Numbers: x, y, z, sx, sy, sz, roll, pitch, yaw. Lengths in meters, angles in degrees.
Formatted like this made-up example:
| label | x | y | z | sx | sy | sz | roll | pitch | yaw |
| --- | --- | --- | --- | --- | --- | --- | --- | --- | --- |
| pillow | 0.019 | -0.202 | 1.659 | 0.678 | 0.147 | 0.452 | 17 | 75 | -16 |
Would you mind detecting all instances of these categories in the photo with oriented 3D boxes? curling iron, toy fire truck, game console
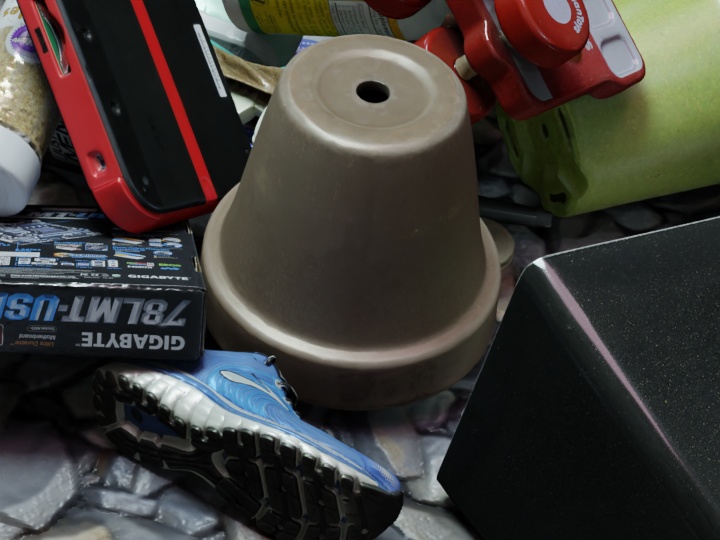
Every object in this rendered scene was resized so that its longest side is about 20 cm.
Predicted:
| label | x | y | z | sx | sy | sz | roll | pitch | yaw |
| --- | --- | --- | --- | --- | --- | --- | --- | --- | --- |
| curling iron | 0.041 | -0.046 | 1.165 | 0.198 | 0.026 | 0.050 | 7 | 41 | -1 |
| toy fire truck | 0.097 | -0.195 | 1.053 | 0.167 | 0.112 | 0.201 | -24 | 84 | -47 |
| game console | -0.144 | -0.129 | 1.048 | 0.031 | 0.202 | 0.177 | -20 | 1 | 25 |

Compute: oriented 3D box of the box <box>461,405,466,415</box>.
| label | x | y | z | sx | sy | sz | roll | pitch | yaw |
| --- | --- | --- | --- | --- | --- | --- | --- | --- | --- |
| box | 0.168 | 0.034 | 0.982 | 0.199 | 0.145 | 0.036 | -19 | 61 | -32 |

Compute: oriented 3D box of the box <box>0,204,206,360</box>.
| label | x | y | z | sx | sy | sz | roll | pitch | yaw |
| --- | --- | --- | --- | --- | --- | --- | --- | --- | --- |
| box | -0.199 | 0.001 | 0.983 | 0.198 | 0.050 | 0.199 | 2 | 14 | -11 |

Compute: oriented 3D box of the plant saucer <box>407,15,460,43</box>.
| label | x | y | z | sx | sy | sz | roll | pitch | yaw |
| --- | --- | --- | --- | --- | --- | --- | --- | --- | --- |
| plant saucer | 0.059 | -0.182 | 1.256 | 0.198 | 0.030 | 0.200 | -22 | 17 | 7 |

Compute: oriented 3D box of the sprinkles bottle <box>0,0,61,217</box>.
| label | x | y | z | sx | sy | sz | roll | pitch | yaw |
| --- | --- | --- | --- | --- | --- | --- | --- | --- | --- |
| sprinkles bottle | -0.218 | -0.132 | 1.047 | 0.068 | 0.069 | 0.201 | 12 | 56 | 5 |

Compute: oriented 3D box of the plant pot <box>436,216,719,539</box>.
| label | x | y | z | sx | sy | sz | roll | pitch | yaw |
| --- | --- | --- | --- | --- | --- | --- | --- | --- | --- |
| plant pot | 0.184 | 0.107 | 0.868 | 0.198 | 0.201 | 0.178 | -12 | 54 | -25 |

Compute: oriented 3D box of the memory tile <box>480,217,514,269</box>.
| label | x | y | z | sx | sy | sz | roll | pitch | yaw |
| --- | --- | --- | --- | --- | --- | --- | --- | --- | --- |
| memory tile | 0.000 | 0.000 | 1.081 | 0.153 | 0.017 | 0.200 | 30 | 49 | 21 |

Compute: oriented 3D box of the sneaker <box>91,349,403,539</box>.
| label | x | y | z | sx | sy | sz | roll | pitch | yaw |
| --- | --- | --- | --- | --- | --- | --- | --- | --- | --- |
| sneaker | -0.057 | 0.087 | 0.926 | 0.199 | 0.079 | 0.089 | 26 | 42 | 22 |

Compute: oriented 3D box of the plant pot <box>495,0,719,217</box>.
| label | x | y | z | sx | sy | sz | roll | pitch | yaw |
| --- | --- | --- | --- | --- | --- | --- | --- | --- | --- |
| plant pot | 0.208 | -0.130 | 1.194 | 0.183 | 0.202 | 0.201 | -20 | 44 | -16 |

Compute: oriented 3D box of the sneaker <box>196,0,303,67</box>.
| label | x | y | z | sx | sy | sz | roll | pitch | yaw |
| --- | --- | --- | --- | --- | --- | --- | --- | --- | --- |
| sneaker | -0.135 | -0.219 | 1.285 | 0.199 | 0.074 | 0.118 | 28 | 43 | 7 |

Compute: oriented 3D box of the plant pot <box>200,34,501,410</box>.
| label | x | y | z | sx | sy | sz | roll | pitch | yaw |
| --- | --- | --- | --- | --- | --- | --- | --- | --- | --- |
| plant pot | -0.001 | -0.042 | 0.989 | 0.198 | 0.176 | 0.201 | 4 | 45 | -4 |

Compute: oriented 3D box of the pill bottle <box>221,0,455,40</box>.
| label | x | y | z | sx | sy | sz | roll | pitch | yaw |
| --- | --- | --- | --- | --- | --- | --- | --- | --- | --- |
| pill bottle | 0.004 | -0.227 | 1.169 | 0.198 | 0.114 | 0.113 | 5 | 35 | 17 |

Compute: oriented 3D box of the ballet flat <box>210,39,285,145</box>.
| label | x | y | z | sx | sy | sz | roll | pitch | yaw |
| --- | --- | --- | --- | --- | --- | --- | --- | --- | --- |
| ballet flat | -0.082 | -0.122 | 1.186 | 0.199 | 0.068 | 0.073 | 23 | 57 | 16 |

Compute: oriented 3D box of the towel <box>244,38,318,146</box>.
| label | x | y | z | sx | sy | sz | roll | pitch | yaw |
| --- | --- | --- | --- | --- | --- | --- | --- | --- | --- |
| towel | -0.101 | -0.146 | 1.272 | 0.143 | 0.024 | 0.201 | 10 | 37 | 1 |

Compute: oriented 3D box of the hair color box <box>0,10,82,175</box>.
| label | x | y | z | sx | sy | sz | roll | pitch | yaw |
| --- | --- | --- | --- | --- | --- | --- | --- | --- | --- |
| hair color box | -0.244 | -0.131 | 1.150 | 0.198 | 0.102 | 0.062 | 18 | 64 | 13 |
